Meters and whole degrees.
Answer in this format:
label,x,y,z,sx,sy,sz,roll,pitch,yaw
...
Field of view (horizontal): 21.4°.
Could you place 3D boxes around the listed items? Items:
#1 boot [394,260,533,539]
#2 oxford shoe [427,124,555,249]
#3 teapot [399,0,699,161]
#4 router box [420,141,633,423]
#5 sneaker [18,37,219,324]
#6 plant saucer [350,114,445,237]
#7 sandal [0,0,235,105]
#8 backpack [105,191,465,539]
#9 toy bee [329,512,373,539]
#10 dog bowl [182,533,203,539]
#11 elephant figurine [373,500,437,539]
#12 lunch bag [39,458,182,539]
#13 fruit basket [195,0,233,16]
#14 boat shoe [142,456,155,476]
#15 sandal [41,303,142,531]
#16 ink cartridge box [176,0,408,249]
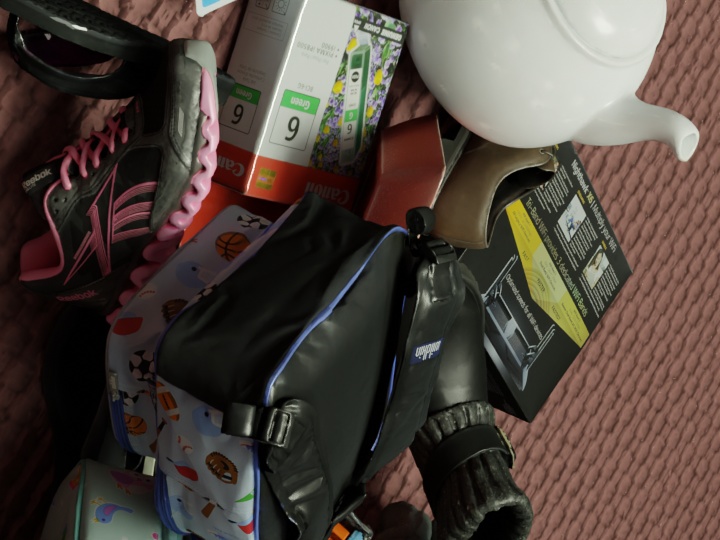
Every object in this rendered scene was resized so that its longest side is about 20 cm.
label,x,y,z,sx,sy,sz,roll,pitch,yaw
boot,0.066,0.105,1.343,0.079,0.158,0.211,-14,138,3
oxford shoe,0.111,-0.098,1.367,0.200,0.084,0.073,-61,162,-16
teapot,0.131,-0.186,1.264,0.200,0.146,0.198,28,61,-30
router box,0.122,-0.003,1.461,0.157,0.052,0.200,-53,139,-19
sneaker,-0.140,-0.050,1.075,0.095,0.079,0.200,15,126,-16
plant saucer,0.000,0.000,1.241,0.200,0.037,0.200,-85,-163,-76
sandal,-0.146,-0.119,1.075,0.200,0.075,0.048,19,102,-52
backpack,-0.052,0.071,1.075,0.200,0.154,0.191,-42,143,-40
toy bee,-0.056,0.198,1.292,0.109,0.131,0.200,-48,154,-9
dog bowl,-0.088,0.255,1.142,0.078,0.200,0.201,13,99,-14
elephant figurine,0.030,0.289,1.443,0.155,0.142,0.200,17,116,-22
lunch bag,-0.161,0.229,1.129,0.077,0.161,0.201,12,122,-15
fruit basket,-0.029,-0.267,1.127,0.185,0.094,0.201,-32,133,-36
boat shoe,-0.099,0.113,1.238,0.072,0.067,0.201,-35,137,-65
sandal,-0.158,0.106,1.192,0.076,0.043,0.201,-18,120,-44
ink cartridge box,-0.046,-0.079,1.229,0.109,0.050,0.201,10,99,-52
